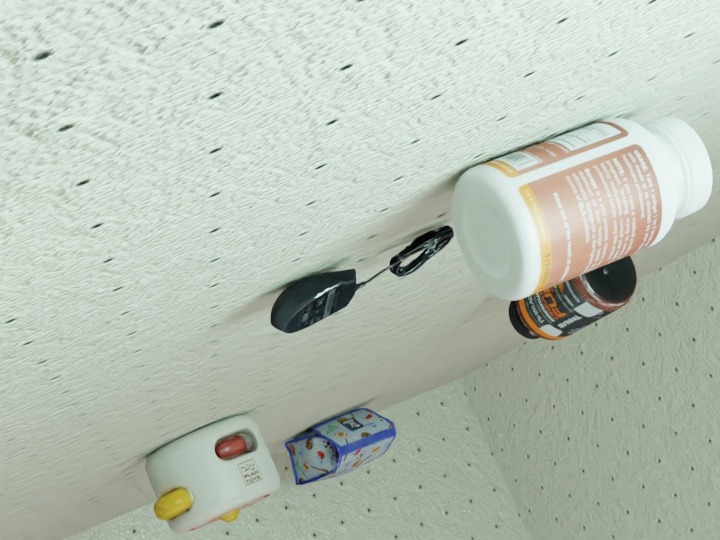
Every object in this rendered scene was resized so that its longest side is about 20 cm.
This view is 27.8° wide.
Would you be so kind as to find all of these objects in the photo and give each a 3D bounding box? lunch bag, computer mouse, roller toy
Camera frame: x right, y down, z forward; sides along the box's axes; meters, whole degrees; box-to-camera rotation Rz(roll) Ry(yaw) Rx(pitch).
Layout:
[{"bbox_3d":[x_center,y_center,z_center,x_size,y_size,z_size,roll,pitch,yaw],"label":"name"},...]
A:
[{"bbox_3d":[-0.039,0.374,3.119,0.169,0.125,0.200,-17,176,-36],"label":"lunch bag"},{"bbox_3d":[0.000,0.000,1.327,0.199,0.034,0.059,-26,156,-25],"label":"computer mouse"},{"bbox_3d":[-0.221,0.313,2.197,0.181,0.141,0.200,-25,171,1],"label":"roller toy"}]

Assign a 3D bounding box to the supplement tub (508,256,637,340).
[{"bbox_3d":[0.287,0.033,2.023,0.106,0.108,0.200,-18,169,-33],"label":"supplement tub"}]

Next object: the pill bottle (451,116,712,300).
[{"bbox_3d":[0.183,-0.058,1.185,0.199,0.113,0.112,-20,170,-23],"label":"pill bottle"}]
